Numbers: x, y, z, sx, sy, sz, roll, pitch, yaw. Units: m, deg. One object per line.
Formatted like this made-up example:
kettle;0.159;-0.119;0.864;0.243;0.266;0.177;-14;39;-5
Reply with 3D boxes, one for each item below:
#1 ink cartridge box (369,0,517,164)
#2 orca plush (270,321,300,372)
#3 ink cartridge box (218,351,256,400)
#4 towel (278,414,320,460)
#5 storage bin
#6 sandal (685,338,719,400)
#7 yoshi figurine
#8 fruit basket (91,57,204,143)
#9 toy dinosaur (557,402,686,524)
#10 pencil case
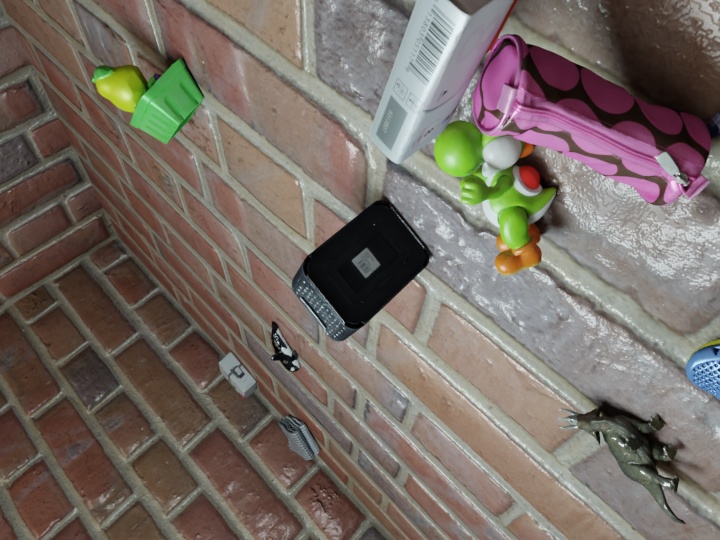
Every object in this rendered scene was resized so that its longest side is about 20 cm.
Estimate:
ink cartridge box;0.103;-0.199;0.451;0.057;0.198;0.163;48;153;11
orca plush;-0.270;0.275;1.772;0.104;0.071;0.203;27;144;39
ink cartridge box;-0.604;0.519;2.587;0.200;0.083;0.146;45;153;13
towel;-0.281;0.742;2.347;0.198;0.085;0.168;1;124;57
storage bin;0.000;0.000;0.862;0.136;0.199;0.094;49;153;2
sandal;0.413;0.132;0.500;0.198;0.087;0.081;23;145;46
yoshi figurine;0.146;-0.100;0.619;0.112;0.111;0.204;17;135;58
fruit basket;-0.475;-0.399;1.175;0.212;0.157;0.217;30;158;14
toy dinosaur;0.382;0.252;0.732;0.200;0.077;0.102;45;165;2
pencil case;0.192;-0.122;0.441;0.195;0.095;0.092;17;135;-9
